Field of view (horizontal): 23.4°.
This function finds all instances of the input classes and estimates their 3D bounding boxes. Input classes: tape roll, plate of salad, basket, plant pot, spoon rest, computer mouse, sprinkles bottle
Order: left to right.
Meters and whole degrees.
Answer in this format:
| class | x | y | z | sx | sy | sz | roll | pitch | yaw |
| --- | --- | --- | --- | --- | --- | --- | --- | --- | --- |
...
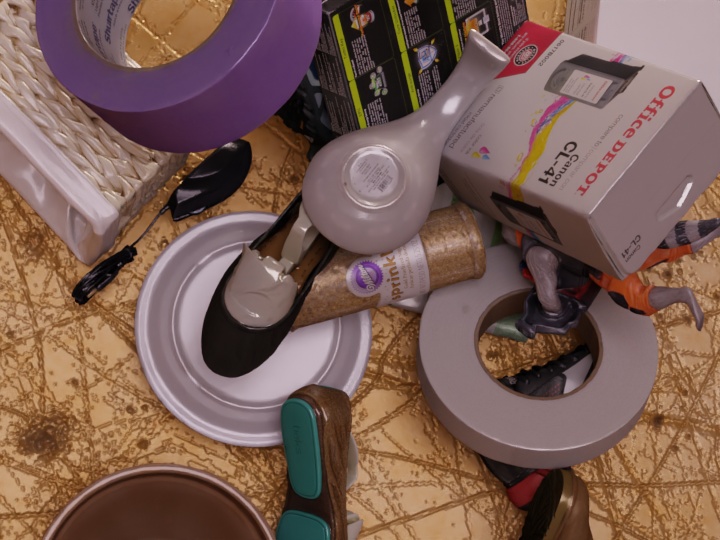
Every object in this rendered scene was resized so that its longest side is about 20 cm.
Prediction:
| class | x | y | z | sx | sy | sz | roll | pitch | yaw |
| --- | --- | --- | --- | --- | --- | --- | --- | --- | --- |
| basket | -0.241 | -0.124 | 1.419 | 0.123 | 0.136 | 0.200 | -43 | 90 | -17 |
| plant pot | -0.164 | 0.256 | 1.390 | 0.201 | 0.093 | 0.201 | 2 | 81 | -10 |
| computer mouse | -0.161 | -0.037 | 1.455 | 0.034 | 0.059 | 0.200 | 45 | 79 | 1 |
| tape roll | -0.135 | -0.195 | 1.299 | 0.200 | 0.085 | 0.200 | -7 | 71 | 19 |
| plate of salad | -0.090 | 0.049 | 1.458 | 0.200 | 0.048 | 0.200 | 2 | 77 | -11 |
| sprinkles bottle | 0.000 | 0.000 | 1.421 | 0.200 | 0.068 | 0.068 | -16 | 84 | -10 |
| spoon rest | 0.038 | -0.096 | 1.347 | 0.099 | 0.061 | 0.200 | 40 | 76 | 6 |
| tape roll | 0.145 | 0.068 | 1.442 | 0.202 | 0.037 | 0.203 | 1 | 57 | -1 |

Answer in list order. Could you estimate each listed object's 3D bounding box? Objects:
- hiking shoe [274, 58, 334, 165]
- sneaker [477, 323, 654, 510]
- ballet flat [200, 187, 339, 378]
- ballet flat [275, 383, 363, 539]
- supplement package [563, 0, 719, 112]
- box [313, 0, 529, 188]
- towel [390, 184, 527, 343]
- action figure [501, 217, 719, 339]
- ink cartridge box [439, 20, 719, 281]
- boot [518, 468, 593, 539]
| class | x | y | z | sx | sy | sz | roll | pitch | yaw |
| --- | --- | --- | --- | --- | --- | --- | --- | --- | --- |
| hiking shoe | -0.024 | -0.146 | 1.434 | 0.087 | 0.074 | 0.200 | -47 | 132 | -20 |
| sneaker | 0.171 | 0.103 | 1.482 | 0.098 | 0.071 | 0.200 | 41 | 78 | -4 |
| ballet flat | -0.062 | -0.010 | 1.346 | 0.068 | 0.068 | 0.200 | 29 | 69 | 9 |
| ballet flat | -0.030 | 0.187 | 1.431 | 0.072 | 0.068 | 0.200 | -14 | 108 | -47 |
| supplement package | 0.288 | -0.197 | 1.530 | 0.200 | 0.111 | 0.156 | 9 | 80 | -9 |
| box | 0.056 | -0.168 | 1.409 | 0.193 | 0.048 | 0.200 | -32 | 128 | -23 |
| towel | 0.065 | -0.035 | 1.513 | 0.200 | 0.023 | 0.153 | 15 | 80 | -9 |
| action figure | 0.208 | -0.035 | 1.421 | 0.193 | 0.105 | 0.200 | 11 | 52 | 23 |
| ink cartridge box | 0.168 | -0.099 | 1.366 | 0.148 | 0.200 | 0.086 | -49 | 131 | -12 |
| boot | 0.232 | 0.242 | 1.438 | 0.200 | 0.175 | 0.066 | 11 | 45 | -5 |
